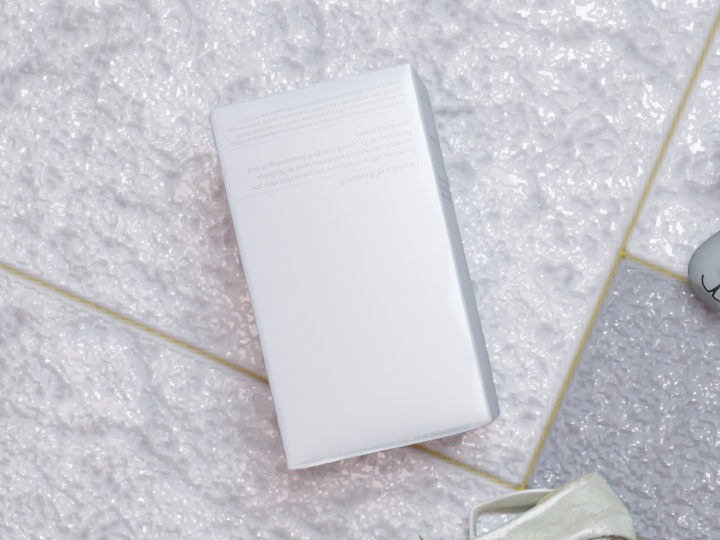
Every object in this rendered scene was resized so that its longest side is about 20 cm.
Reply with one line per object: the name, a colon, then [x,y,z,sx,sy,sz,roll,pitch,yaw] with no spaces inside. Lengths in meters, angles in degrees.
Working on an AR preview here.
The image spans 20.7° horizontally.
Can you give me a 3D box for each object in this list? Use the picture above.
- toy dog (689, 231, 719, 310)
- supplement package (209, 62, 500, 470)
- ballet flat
toy dog: [0.266,-0.059,1.077,0.132,0.096,0.200,22,90,6]
supplement package: [0.000,0.000,1.101,0.117,0.117,0.201,-13,86,5]
ballet flat: [0.059,0.170,1.126,0.200,0.067,0.062,-20,58,2]
